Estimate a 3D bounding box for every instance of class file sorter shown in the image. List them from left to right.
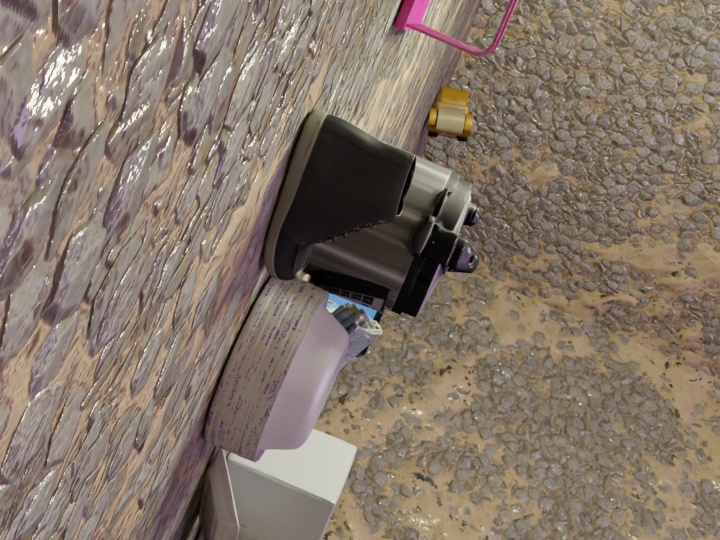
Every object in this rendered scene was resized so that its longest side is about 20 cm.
[{"bbox_3d":[0.134,-0.348,1.377,0.200,0.125,0.139,-57,171,-75],"label":"file sorter"}]

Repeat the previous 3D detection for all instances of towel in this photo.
[{"bbox_3d":[-0.062,0.119,1.369,0.200,0.048,0.171,-39,169,2],"label":"towel"}]

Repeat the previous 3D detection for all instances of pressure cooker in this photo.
[{"bbox_3d":[0.039,-0.046,1.221,0.176,0.199,0.179,-65,178,-48],"label":"pressure cooker"}]

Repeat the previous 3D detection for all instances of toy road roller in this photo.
[{"bbox_3d":[0.261,-0.458,3.157,0.200,0.122,0.147,55,43,-87],"label":"toy road roller"}]

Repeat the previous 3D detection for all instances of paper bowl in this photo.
[{"bbox_3d":[-0.082,0.111,1.184,0.201,0.104,0.201,24,90,-87],"label":"paper bowl"}]

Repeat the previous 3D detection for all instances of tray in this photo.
[{"bbox_3d":[-0.180,0.307,1.369,0.200,0.022,0.108,110,-30,-55],"label":"tray"}]

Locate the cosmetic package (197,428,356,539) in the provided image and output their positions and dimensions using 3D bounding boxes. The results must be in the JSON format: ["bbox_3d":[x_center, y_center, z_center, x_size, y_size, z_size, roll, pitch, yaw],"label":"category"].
[{"bbox_3d":[-0.126,0.344,1.602,0.167,0.166,0.201,-60,172,-68],"label":"cosmetic package"}]

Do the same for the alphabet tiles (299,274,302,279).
[{"bbox_3d":[-0.116,0.100,1.457,0.200,0.008,0.168,108,6,-68],"label":"alphabet tiles"}]

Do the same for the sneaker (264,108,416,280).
[{"bbox_3d":[-0.021,-0.046,1.010,0.200,0.106,0.075,110,4,-48],"label":"sneaker"}]

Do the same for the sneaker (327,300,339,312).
[{"bbox_3d":[-0.074,0.071,1.452,0.072,0.073,0.200,-39,171,13],"label":"sneaker"}]

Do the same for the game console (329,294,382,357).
[{"bbox_3d":[0.000,0.000,1.722,0.173,0.118,0.200,110,3,-52],"label":"game console"}]
